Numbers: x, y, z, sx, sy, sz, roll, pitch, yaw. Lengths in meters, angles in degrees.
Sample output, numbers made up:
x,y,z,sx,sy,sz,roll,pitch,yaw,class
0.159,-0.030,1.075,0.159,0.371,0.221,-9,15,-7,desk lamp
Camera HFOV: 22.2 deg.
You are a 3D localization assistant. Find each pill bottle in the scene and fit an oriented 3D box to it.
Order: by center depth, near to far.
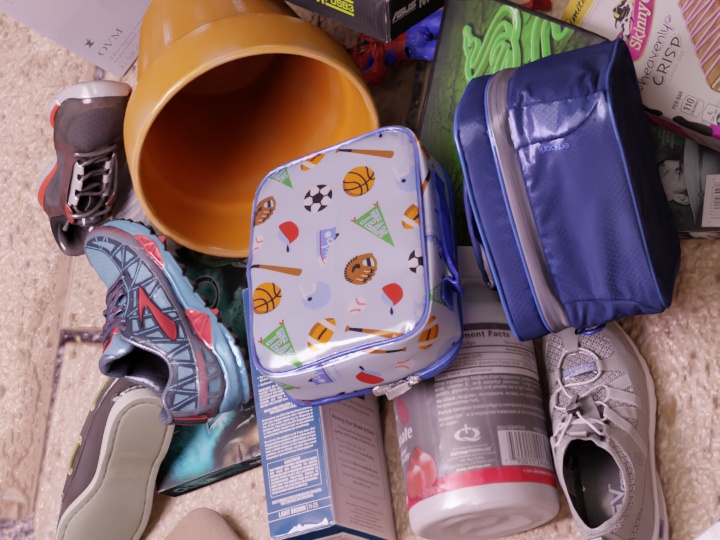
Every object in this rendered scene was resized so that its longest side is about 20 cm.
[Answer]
x,y,z,sx,sy,sz,roll,pitch,yaw,class
0.078,0.089,1.345,0.110,0.111,0.202,-17,67,25,pill bottle

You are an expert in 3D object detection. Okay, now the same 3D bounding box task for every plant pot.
x,y,z,sx,sy,sz,roll,pitch,yaw,class
-0.102,-0.145,1.482,0.200,0.200,0.184,-39,41,15,plant pot

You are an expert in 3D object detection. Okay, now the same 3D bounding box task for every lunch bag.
x,y,z,sx,sy,sz,roll,pitch,yaw,class
0.139,-0.048,1.279,0.131,0.136,0.201,-11,107,19,lunch bag
0.000,0.000,1.320,0.159,0.076,0.201,-17,55,19,lunch bag

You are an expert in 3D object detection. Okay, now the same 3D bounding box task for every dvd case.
x,y,z,sx,sy,sz,roll,pitch,yaw,class
0.200,-0.093,1.381,0.199,0.022,0.147,-1,75,31,dvd case

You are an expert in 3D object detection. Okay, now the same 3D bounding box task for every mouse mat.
x,y,z,sx,sy,sz,roll,pitch,yaw,class
0.108,-0.100,1.383,0.160,0.008,0.202,26,114,33,mouse mat

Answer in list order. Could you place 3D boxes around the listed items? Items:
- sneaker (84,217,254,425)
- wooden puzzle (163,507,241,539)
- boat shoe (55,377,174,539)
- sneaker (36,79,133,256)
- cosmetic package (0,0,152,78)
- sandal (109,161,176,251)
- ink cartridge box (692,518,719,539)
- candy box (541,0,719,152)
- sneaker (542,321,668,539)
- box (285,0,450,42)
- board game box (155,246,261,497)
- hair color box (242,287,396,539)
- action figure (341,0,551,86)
x,y,z,sx,sy,sz,roll,pitch,yaw,class
-0.171,0.039,1.429,0.095,0.080,0.200,-27,57,-26,sneaker
-0.133,0.319,1.443,0.200,0.046,0.185,-47,59,5,wooden puzzle
-0.204,0.164,1.498,0.202,0.071,0.061,-64,31,27,boat shoe
-0.222,-0.081,1.531,0.076,0.200,0.082,-5,61,-18,sneaker
-0.239,-0.306,1.595,0.123,0.200,0.200,42,99,32,cosmetic package
-0.181,-0.064,1.578,0.083,0.050,0.204,-50,38,35,sandal
0.302,0.243,1.193,0.115,0.068,0.201,-41,60,14,ink cartridge box
0.247,-0.168,1.327,0.199,0.061,0.137,26,90,34,candy box
0.170,0.110,1.300,0.074,0.082,0.201,-25,62,22,sneaker
0.013,-0.269,1.460,0.192,0.048,0.200,29,49,32,box
-0.121,0.071,1.516,0.135,0.028,0.201,-22,65,24,board game box
-0.032,0.111,1.409,0.060,0.100,0.202,-17,67,24,hair color box
0.042,-0.195,1.462,0.199,0.099,0.066,-8,70,31,action figure
